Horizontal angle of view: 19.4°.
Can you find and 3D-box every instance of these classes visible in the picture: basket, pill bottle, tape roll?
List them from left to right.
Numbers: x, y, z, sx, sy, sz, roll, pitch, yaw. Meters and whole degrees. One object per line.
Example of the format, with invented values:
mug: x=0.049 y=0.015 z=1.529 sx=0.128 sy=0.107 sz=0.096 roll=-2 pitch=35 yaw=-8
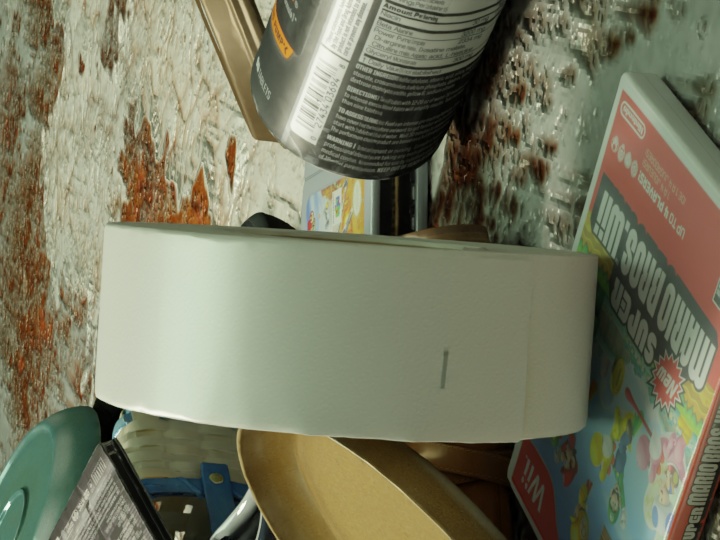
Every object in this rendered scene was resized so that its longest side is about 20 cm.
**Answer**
basket: x=-0.101 y=0.187 z=1.253 sx=0.201 sy=0.138 sz=0.177 roll=-97 pitch=22 yaw=-48
tape roll: x=-0.005 y=0.021 z=0.840 sx=0.202 sy=0.201 sz=0.072 roll=-170 pitch=84 yaw=-72
pill bottle: x=0.021 y=-0.145 z=0.998 sx=0.201 sy=0.105 sz=0.107 roll=115 pitch=152 yaw=-47

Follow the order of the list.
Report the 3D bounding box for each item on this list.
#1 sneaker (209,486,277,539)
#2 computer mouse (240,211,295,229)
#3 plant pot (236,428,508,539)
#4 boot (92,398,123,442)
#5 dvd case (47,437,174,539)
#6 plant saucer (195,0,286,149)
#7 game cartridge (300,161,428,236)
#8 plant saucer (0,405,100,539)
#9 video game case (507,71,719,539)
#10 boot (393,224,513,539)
sneaker: x=-0.027 y=0.195 z=1.079 sx=0.070 sy=0.107 sz=0.202 roll=-145 pitch=59 yaw=-69
computer mouse: x=-0.063 y=0.026 z=1.308 sx=0.200 sy=0.052 sz=0.140 roll=133 pitch=141 yaw=-65
plant pot: x=0.025 y=0.130 z=0.899 sx=0.200 sy=0.027 sz=0.201 roll=40 pitch=157 yaw=21
boot: x=-0.141 y=0.100 z=1.515 sx=0.200 sy=0.077 sz=0.138 roll=-45 pitch=-4 yaw=20
dvd case: x=-0.114 y=0.213 z=1.164 sx=0.201 sy=0.016 sz=0.149 roll=58 pitch=141 yaw=22
plant saucer: x=-0.080 y=-0.159 z=1.196 sx=0.200 sy=0.029 sz=0.202 roll=158 pitch=90 yaw=-87
game cartridge: x=0.000 y=0.000 z=1.150 sx=0.133 sy=0.041 sz=0.202 roll=160 pitch=112 yaw=-66
plant saucer: x=-0.232 y=0.183 z=1.435 sx=0.200 sy=0.027 sz=0.201 roll=-50 pitch=26 yaw=36
video game case: x=0.109 y=0.042 z=0.834 sx=0.143 sy=0.017 sz=0.201 roll=-116 pitch=34 yaw=-55
boot: x=0.000 y=0.072 z=1.022 sx=0.199 sy=0.073 sz=0.156 roll=-18 pitch=75 yaw=54
